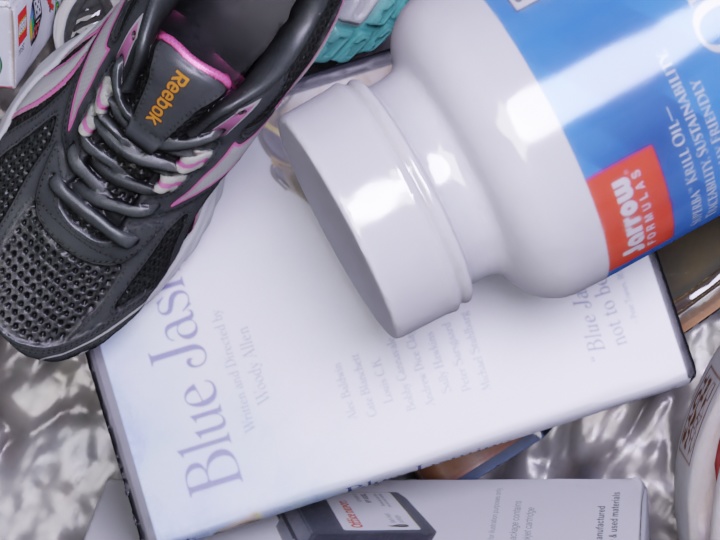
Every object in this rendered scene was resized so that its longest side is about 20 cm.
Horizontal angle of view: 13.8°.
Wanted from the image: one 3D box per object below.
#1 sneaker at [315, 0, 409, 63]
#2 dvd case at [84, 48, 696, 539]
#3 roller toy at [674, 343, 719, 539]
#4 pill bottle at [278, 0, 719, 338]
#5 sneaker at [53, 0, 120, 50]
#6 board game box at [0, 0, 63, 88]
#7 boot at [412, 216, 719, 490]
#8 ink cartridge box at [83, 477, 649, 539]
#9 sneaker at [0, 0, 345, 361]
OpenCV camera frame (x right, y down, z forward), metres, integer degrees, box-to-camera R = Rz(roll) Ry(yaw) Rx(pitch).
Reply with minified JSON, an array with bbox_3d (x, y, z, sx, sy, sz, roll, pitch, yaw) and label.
[{"bbox_3d":[-0.059,-0.148,1.032,0.200,0.091,0.078,35,103,-33],"label":"sneaker"},{"bbox_3d":[0.000,0.000,1.027,0.199,0.018,0.143,-17,82,-3],"label":"dvd case"},{"bbox_3d":[0.201,0.079,1.024,0.182,0.140,0.201,-26,98,2],"label":"roller toy"},{"bbox_3d":[0.079,-0.059,0.972,0.200,0.112,0.113,-29,87,-6],"label":"pill bottle"},{"bbox_3d":[-0.047,-0.018,1.081,0.080,0.083,0.201,-20,81,-4],"label":"sneaker"},{"bbox_3d":[-0.205,-0.110,1.081,0.199,0.126,0.035,5,116,8],"label":"board game box"},{"bbox_3d":[0.078,-0.010,1.072,0.200,0.075,0.097,-36,89,9],"label":"boot"},{"bbox_3d":[0.004,0.156,1.060,0.199,0.084,0.146,-1,114,8],"label":"ink cartridge box"},{"bbox_3d":[-0.066,-0.058,0.961,0.080,0.086,0.200,31,100,-5],"label":"sneaker"}]
